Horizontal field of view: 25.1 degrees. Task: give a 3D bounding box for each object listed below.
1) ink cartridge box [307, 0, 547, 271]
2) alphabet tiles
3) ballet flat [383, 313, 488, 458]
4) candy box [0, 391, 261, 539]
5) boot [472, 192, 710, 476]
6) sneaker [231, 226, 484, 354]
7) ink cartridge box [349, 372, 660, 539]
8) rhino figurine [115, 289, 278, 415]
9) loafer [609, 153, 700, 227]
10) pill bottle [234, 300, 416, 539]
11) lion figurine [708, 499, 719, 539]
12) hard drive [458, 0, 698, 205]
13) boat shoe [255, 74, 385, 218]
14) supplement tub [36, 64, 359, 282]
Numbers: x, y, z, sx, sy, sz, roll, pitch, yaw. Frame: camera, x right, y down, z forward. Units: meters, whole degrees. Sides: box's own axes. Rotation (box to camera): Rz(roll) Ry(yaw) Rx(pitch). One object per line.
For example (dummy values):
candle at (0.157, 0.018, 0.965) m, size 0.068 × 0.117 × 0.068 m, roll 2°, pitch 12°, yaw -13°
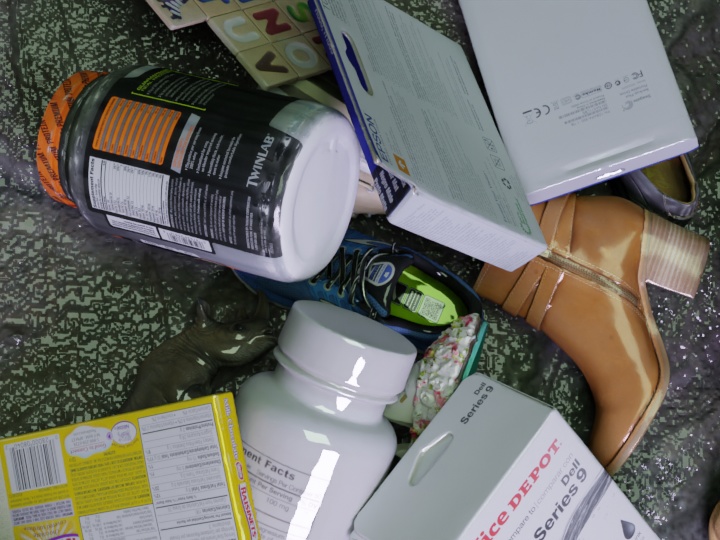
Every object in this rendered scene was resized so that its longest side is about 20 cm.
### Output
ink cartridge box at (0.029, -0.108, 1.109) m, size 0.041 × 0.200 × 0.200 m, roll -36°, pitch 55°, yaw 25°
alphabet tiles at (-0.094, -0.211, 1.152) m, size 0.167 × 0.008 × 0.200 m, roll -25°, pitch 69°, yaw -46°
ballet flat at (0.039, 0.122, 1.126) m, size 0.064 × 0.076 × 0.200 m, roll 13°, pitch 102°, yaw 9°
candy box at (-0.162, 0.146, 1.067) m, size 0.200 × 0.026 × 0.102 m, roll -13°, pitch 88°, yaw 28°
boot at (0.155, 0.039, 1.188) m, size 0.155 × 0.077 × 0.200 m, roll 18°, pitch 92°, yaw 2°
sneaker at (0.000, 0.000, 1.156) m, size 0.200 × 0.089 × 0.079 m, roll 18°, pitch 77°, yaw -4°
ink cartridge box at (0.106, 0.188, 1.093) m, size 0.146 × 0.084 × 0.200 m, roll -52°, pitch 130°, yaw -14°
rhino figurine at (-0.124, 0.094, 1.130) m, size 0.087 × 0.060 × 0.200 m, roll 27°, pitch 74°, yaw 19°
loafer at (0.202, -0.123, 1.223) m, size 0.073 × 0.072 × 0.200 m, roll -30°, pitch 86°, yaw -12°
pill bottle at (-0.039, 0.128, 1.082) m, size 0.114 × 0.114 × 0.200 m, roll 21°, pitch 100°, yaw -6°
lion figurine at (0.314, 0.161, 1.195) m, size 0.122 × 0.072 × 0.200 m, roll 39°, pitch 80°, yaw 6°
hard drive at (0.155, -0.159, 1.197) m, size 0.132 × 0.025 × 0.200 m, roll -19°, pitch 67°, yaw 9°
boat shoe at (0.004, -0.076, 1.185) m, size 0.200 × 0.075 × 0.068 m, roll 34°, pitch 104°, yaw -10°
supplement tub at (-0.112, -0.071, 1.103) m, size 0.200 × 0.123 × 0.123 m, roll 15°, pitch 76°, yaw 23°
